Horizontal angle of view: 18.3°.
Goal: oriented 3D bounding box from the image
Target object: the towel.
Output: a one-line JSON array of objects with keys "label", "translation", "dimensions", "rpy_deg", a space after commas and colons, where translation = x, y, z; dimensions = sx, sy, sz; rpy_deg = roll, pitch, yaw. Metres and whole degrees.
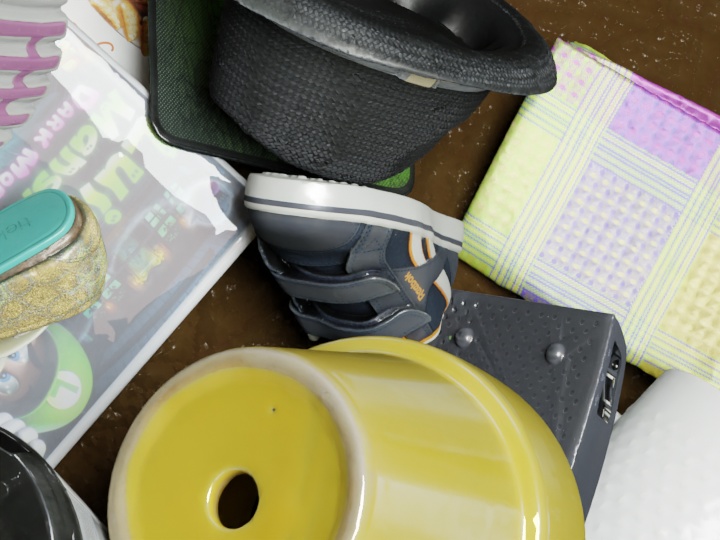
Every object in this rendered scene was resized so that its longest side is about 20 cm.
[{"label": "towel", "translation": [0.163, -0.022, 1.235], "dimensions": [0.199, 0.023, 0.144], "rpy_deg": [28, 91, -4]}]

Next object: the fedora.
[{"label": "fedora", "translation": [-0.006, -0.102, 1.090], "dimensions": [0.199, 0.201, 0.092], "rpy_deg": [18, 113, -19]}]

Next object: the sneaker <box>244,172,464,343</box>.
[{"label": "sneaker", "translation": [0.000, 0.000, 1.126], "dimensions": [0.200, 0.078, 0.080], "rpy_deg": [17, 82, -65]}]

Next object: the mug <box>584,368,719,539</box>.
[{"label": "mug", "translation": [0.139, 0.149, 1.191], "dimensions": [0.200, 0.148, 0.175], "rpy_deg": [41, 81, 19]}]

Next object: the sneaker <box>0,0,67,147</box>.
[{"label": "sneaker", "translation": [-0.184, -0.149, 1.045], "dimensions": [0.080, 0.088, 0.201], "rpy_deg": [7, 102, -57]}]

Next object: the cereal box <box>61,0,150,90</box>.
[{"label": "cereal box", "translation": [-0.129, -0.122, 1.154], "dimensions": [0.144, 0.039, 0.200], "rpy_deg": [46, 70, -12]}]

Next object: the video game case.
[{"label": "video game case", "translation": [-0.172, -0.015, 1.100], "dimensions": [0.182, 0.023, 0.200], "rpy_deg": [42, 86, -12]}]

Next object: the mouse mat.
[{"label": "mouse mat", "translation": [-0.040, -0.142, 1.162], "dimensions": [0.160, 0.008, 0.201], "rpy_deg": [11, 64, -32]}]

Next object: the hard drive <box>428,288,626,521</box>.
[{"label": "hard drive", "translation": [0.062, 0.113, 1.161], "dimensions": [0.042, 0.134, 0.201], "rpy_deg": [32, 73, -42]}]

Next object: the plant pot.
[{"label": "plant pot", "translation": [-0.018, 0.119, 1.041], "dimensions": [0.189, 0.200, 0.202], "rpy_deg": [31, 68, -60]}]

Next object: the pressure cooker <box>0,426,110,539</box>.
[{"label": "pressure cooker", "translation": [-0.179, 0.174, 1.015], "dimensions": [0.178, 0.200, 0.177], "rpy_deg": [17, 70, 20]}]

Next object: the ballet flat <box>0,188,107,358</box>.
[{"label": "ballet flat", "translation": [-0.211, 0.028, 1.058], "dimensions": [0.199, 0.071, 0.071], "rpy_deg": [-24, 93, -6]}]
